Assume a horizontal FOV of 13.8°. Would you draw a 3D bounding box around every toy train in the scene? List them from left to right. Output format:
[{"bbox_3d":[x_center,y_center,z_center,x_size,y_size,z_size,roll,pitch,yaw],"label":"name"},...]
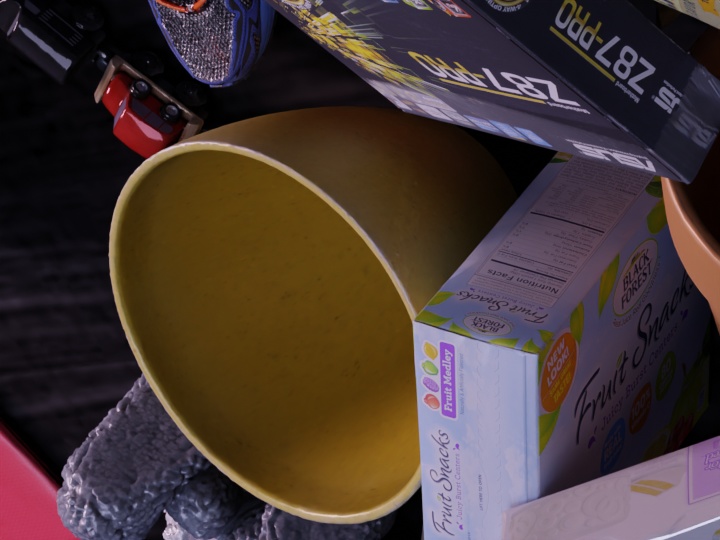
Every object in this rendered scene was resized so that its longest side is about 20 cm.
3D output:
[{"bbox_3d":[-0.105,-0.081,1.521,0.200,0.046,0.034,38,134,3],"label":"toy train"}]

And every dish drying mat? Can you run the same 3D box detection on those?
[{"bbox_3d":[-0.238,0.093,1.751,0.200,0.018,0.077,47,134,-7],"label":"dish drying mat"}]

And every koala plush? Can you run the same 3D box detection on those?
[{"bbox_3d":[-0.043,0.126,1.578,0.177,0.184,0.200,25,153,15],"label":"koala plush"}]

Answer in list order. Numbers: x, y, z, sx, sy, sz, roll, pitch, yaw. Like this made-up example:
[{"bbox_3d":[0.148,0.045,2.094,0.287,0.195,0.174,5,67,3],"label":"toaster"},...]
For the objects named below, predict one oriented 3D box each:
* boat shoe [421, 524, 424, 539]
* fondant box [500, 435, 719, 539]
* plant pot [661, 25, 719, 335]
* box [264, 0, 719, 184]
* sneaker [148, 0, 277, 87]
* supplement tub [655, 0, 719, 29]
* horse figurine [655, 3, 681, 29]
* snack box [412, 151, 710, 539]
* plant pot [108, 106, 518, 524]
[{"bbox_3d":[0.070,0.109,1.535,0.073,0.063,0.201,22,130,19],"label":"boat shoe"},{"bbox_3d":[0.167,0.169,1.299,0.144,0.058,0.200,-21,121,19],"label":"fondant box"},{"bbox_3d":[0.225,-0.013,1.275,0.199,0.200,0.140,21,146,19],"label":"plant pot"},{"bbox_3d":[0.035,-0.109,1.233,0.161,0.049,0.200,34,171,-38],"label":"box"},{"bbox_3d":[-0.104,-0.174,1.432,0.075,0.078,0.201,-7,117,36],"label":"sneaker"},{"bbox_3d":[0.114,-0.185,1.175,0.199,0.144,0.145,26,132,17],"label":"supplement tub"},{"bbox_3d":[0.119,-0.161,1.284,0.200,0.132,0.050,34,146,34],"label":"horse figurine"},{"bbox_3d":[0.097,0.044,1.378,0.067,0.200,0.169,14,127,23],"label":"snack box"},{"bbox_3d":[0.000,0.000,1.436,0.200,0.142,0.201,24,132,31],"label":"plant pot"}]
